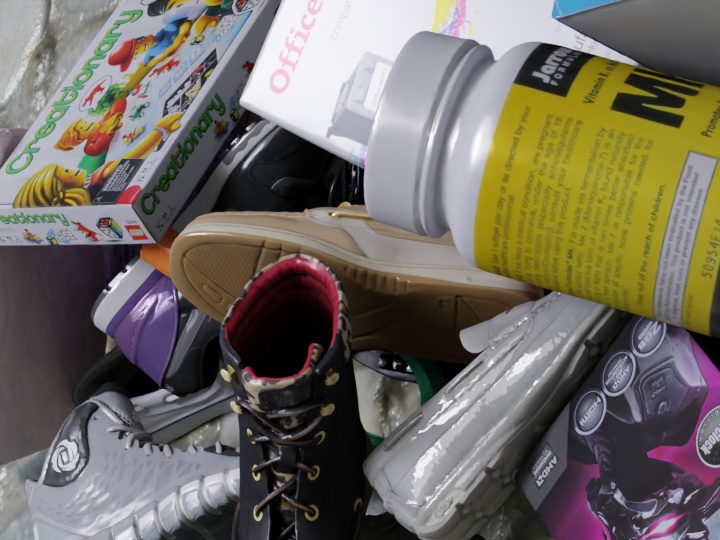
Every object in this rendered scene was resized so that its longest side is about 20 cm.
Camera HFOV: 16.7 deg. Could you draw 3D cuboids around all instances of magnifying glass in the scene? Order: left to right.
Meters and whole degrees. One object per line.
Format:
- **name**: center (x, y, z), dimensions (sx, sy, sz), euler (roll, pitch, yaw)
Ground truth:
- **magnifying glass**: center (-0.037, 0.034, 1.359), dimensions (0.200, 0.022, 0.080), euler (32, 124, 15)

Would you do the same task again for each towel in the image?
- **towel**: center (-0.203, 0.010, 1.512), dimensions (0.032, 0.191, 0.200), euler (0, 95, 15)

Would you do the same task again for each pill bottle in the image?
- **pill bottle**: center (0.110, -0.042, 1.148), dimensions (0.200, 0.114, 0.114), euler (16, 85, 15)

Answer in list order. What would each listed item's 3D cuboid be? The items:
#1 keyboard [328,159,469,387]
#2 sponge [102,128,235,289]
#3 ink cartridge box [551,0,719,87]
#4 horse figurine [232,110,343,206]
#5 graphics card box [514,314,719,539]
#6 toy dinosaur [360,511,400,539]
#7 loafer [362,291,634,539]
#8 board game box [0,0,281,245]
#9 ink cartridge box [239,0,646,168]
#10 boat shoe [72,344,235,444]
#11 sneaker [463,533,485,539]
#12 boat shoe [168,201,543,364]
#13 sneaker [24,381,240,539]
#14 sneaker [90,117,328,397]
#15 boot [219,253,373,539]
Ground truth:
- **keyboard**: center (0.025, -0.040, 1.346), dimensions (0.104, 0.040, 0.200), euler (8, 88, 29)
- **sponge**: center (-0.124, -0.062, 1.559), dimensions (0.112, 0.030, 0.200), euler (51, 132, 50)
- **ink cartridge box**: center (0.201, -0.197, 1.157), dimensions (0.145, 0.147, 0.200), euler (-10, 66, 49)
- **horse figurine**: center (-0.041, -0.112, 1.506), dimensions (0.200, 0.050, 0.133), euler (16, 91, 52)
- **graphics card box**: center (0.160, 0.116, 1.139), dimensions (0.126, 0.051, 0.200), euler (-55, 37, 20)
- **toy dinosaur**: center (-0.046, 0.174, 1.347), dimensions (0.200, 0.077, 0.102), euler (-55, -7, -5)
- **loafer**: center (0.080, 0.046, 1.229), dimensions (0.200, 0.070, 0.070), euler (-48, 63, -1)
- **board game box**: center (-0.125, -0.095, 1.430), dimensions (0.126, 0.035, 0.200), euler (-1, 46, 37)
- **ink cartridge box**: center (0.058, -0.107, 1.280), dimensions (0.200, 0.086, 0.148), euler (26, 96, 22)
- **boat shoe**: center (-0.100, 0.051, 1.490), dimensions (0.200, 0.065, 0.074), euler (-37, 46, 36)
- **sneaker**: center (0.005, 0.218, 1.273), dimensions (0.200, 0.076, 0.091), euler (-63, 30, 5)
- **boat shoe**: center (0.000, 0.000, 1.305), dimensions (0.069, 0.200, 0.074), euler (-80, 2, -51)
- **sneaker**: center (-0.107, 0.103, 1.402), dimensions (0.200, 0.075, 0.116), euler (-24, 63, 7)
- **sneaker**: center (-0.060, -0.013, 1.417), dimensions (0.088, 0.076, 0.200), euler (45, 107, 12)
- **boot**: center (-0.036, 0.104, 1.227), dimensions (0.073, 0.151, 0.200), euler (4, 41, 13)
